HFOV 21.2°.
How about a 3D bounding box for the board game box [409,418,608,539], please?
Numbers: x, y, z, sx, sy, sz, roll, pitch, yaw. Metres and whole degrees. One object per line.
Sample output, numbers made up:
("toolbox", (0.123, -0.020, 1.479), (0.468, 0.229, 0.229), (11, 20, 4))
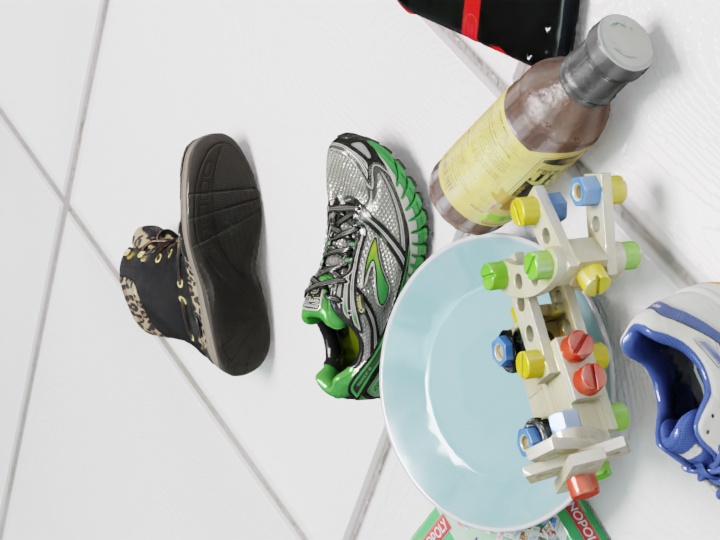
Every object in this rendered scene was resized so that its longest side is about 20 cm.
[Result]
("board game box", (0.102, 0.209, 1.364), (0.135, 0.029, 0.200), (60, 144, 24))

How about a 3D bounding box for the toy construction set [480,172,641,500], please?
("toy construction set", (0.129, 0.051, 1.172), (0.131, 0.092, 0.200), (130, 143, -57))

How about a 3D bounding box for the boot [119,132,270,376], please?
("boot", (-0.144, -0.019, 1.612), (0.150, 0.073, 0.200), (13, 117, 54))

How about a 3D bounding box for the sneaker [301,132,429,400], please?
("sneaker", (0.000, 0.000, 1.390), (0.078, 0.085, 0.200), (8, 107, 55))

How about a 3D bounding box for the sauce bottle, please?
("sauce bottle", (0.113, -0.091, 1.209), (0.200, 0.065, 0.065), (-45, 64, 54))

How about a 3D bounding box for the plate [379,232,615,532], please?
("plate", (0.094, 0.075, 1.297), (0.200, 0.026, 0.201), (-1, 88, 42))

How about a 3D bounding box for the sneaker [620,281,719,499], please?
("sneaker", (0.212, 0.107, 1.114), (0.075, 0.088, 0.200), (-43, 67, 51))

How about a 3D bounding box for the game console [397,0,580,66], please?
("game console", (0.085, -0.243, 1.236), (0.177, 0.031, 0.200), (29, 125, 42))
